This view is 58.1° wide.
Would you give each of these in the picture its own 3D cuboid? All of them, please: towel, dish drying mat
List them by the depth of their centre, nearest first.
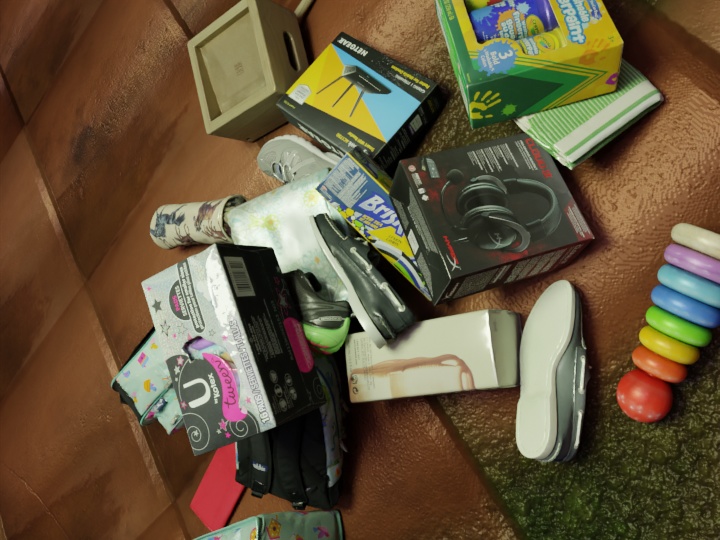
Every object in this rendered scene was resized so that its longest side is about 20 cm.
[{"bbox_3d":[0.228,-0.217,0.754,0.152,0.023,0.200,-35,58,-8],"label":"towel"},{"bbox_3d":[-0.082,-0.017,0.881,0.169,0.048,0.203,-19,87,16],"label":"towel"},{"bbox_3d":[-0.199,0.306,1.007,0.076,0.018,0.202,34,101,33],"label":"dish drying mat"}]

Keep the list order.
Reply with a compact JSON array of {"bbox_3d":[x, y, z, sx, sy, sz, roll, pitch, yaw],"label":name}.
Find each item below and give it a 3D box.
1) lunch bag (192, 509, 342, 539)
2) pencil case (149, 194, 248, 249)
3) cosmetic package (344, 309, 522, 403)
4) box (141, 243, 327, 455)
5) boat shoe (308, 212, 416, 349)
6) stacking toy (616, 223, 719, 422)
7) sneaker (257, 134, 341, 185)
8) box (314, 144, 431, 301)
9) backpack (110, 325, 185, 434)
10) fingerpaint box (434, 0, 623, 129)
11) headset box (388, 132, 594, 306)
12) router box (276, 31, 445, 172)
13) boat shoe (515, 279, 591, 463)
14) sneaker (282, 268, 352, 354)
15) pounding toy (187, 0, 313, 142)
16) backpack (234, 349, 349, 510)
[{"bbox_3d":[-0.138,0.398,0.854,0.199,0.170,0.123,-32,58,27],"label":"lunch bag"},{"bbox_3d":[-0.263,-0.078,1.076,0.198,0.089,0.079,-3,86,36],"label":"pencil case"},{"bbox_3d":[0.089,0.107,0.785,0.198,0.103,0.089,-15,75,34],"label":"cosmetic package"},{"bbox_3d":[-0.143,0.085,0.737,0.114,0.132,0.202,-24,81,20],"label":"box"},{"bbox_3d":[0.000,0.000,0.785,0.060,0.076,0.201,-31,64,1],"label":"boat shoe"},{"bbox_3d":[0.314,0.059,0.652,0.085,0.085,0.202,30,104,35],"label":"stacking toy"},{"bbox_3d":[-0.088,-0.142,0.950,0.198,0.075,0.082,20,54,36],"label":"sneaker"},{"bbox_3d":[0.041,-0.060,0.807,0.200,0.070,0.064,44,110,-5],"label":"box"},{"bbox_3d":[-0.248,0.134,0.977,0.153,0.175,0.201,39,106,16],"label":"backpack"},{"bbox_3d":[0.182,-0.280,0.742,0.165,0.074,0.202,-13,59,7],"label":"fingerpaint box"},{"bbox_3d":[0.151,-0.064,0.732,0.197,0.077,0.150,-15,68,-15],"label":"headset box"},{"bbox_3d":[-0.003,-0.233,0.911,0.199,0.051,0.150,38,85,32],"label":"router box"},{"bbox_3d":[0.221,0.112,0.722,0.073,0.061,0.203,-22,51,60],"label":"boat shoe"},{"bbox_3d":[-0.095,0.036,0.838,0.198,0.077,0.084,26,70,21],"label":"sneaker"},{"bbox_3d":[-0.154,-0.336,1.029,0.183,0.141,0.203,-20,80,33],"label":"pounding toy"},{"bbox_3d":[-0.093,0.192,0.863,0.161,0.154,0.202,6,126,22],"label":"backpack"}]
